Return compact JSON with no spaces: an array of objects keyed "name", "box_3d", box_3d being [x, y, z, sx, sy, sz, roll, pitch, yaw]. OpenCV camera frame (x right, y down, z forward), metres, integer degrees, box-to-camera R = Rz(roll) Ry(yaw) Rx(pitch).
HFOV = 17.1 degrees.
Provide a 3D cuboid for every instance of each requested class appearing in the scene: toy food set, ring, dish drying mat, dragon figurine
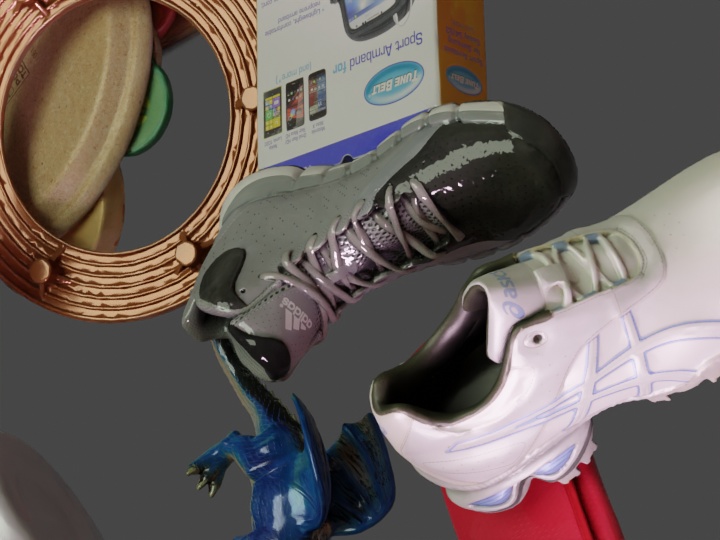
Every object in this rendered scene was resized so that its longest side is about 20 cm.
[{"name":"toy food set","box_3d":[-0.170,-0.098,1.291,0.200,0.048,0.199,39,105,45]},{"name":"ring","box_3d":[-0.127,-0.074,1.204,0.199,0.019,0.202,-2,85,21]},{"name":"dish drying mat","box_3d":[0.071,0.104,1.010,0.077,0.018,0.201,-40,53,31]},{"name":"dragon figurine","box_3d":[-0.023,0.093,1.077,0.099,0.059,0.201,-27,60,36]}]

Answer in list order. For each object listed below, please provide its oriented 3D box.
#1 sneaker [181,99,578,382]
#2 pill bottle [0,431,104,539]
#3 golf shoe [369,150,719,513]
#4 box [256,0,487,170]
[{"name":"sneaker","box_3d":[0.000,0.000,1.038,0.199,0.075,0.116,-17,32,42]},{"name":"pill bottle","box_3d":[-0.226,0.179,1.178,0.199,0.111,0.112,-36,52,8]},{"name":"golf shoe","box_3d":[0.090,0.017,0.952,0.200,0.097,0.078,-43,51,13]},{"name":"box","box_3d":[0.003,-0.129,1.136,0.119,0.041,0.202,-16,69,41]}]
